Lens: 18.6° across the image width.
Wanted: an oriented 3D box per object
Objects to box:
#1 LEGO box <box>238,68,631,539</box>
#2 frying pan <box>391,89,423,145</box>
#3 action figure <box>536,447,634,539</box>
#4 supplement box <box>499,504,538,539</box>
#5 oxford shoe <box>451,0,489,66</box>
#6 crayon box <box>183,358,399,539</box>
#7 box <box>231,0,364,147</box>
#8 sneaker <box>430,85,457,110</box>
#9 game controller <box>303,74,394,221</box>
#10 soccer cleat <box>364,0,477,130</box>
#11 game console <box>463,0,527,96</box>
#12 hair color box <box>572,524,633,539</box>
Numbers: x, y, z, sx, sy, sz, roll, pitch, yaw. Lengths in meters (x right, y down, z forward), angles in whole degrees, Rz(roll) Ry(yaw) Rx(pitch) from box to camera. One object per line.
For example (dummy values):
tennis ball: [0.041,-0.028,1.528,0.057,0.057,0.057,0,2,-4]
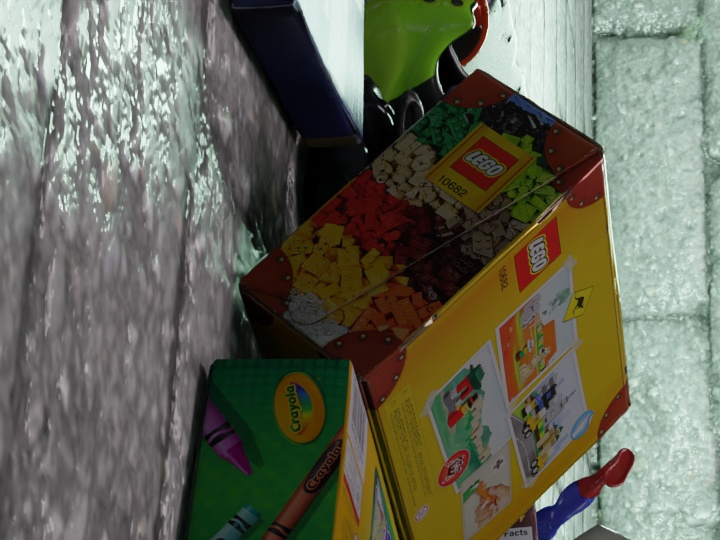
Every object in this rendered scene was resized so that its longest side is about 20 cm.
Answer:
LEGO box: [0.041,0.035,0.983,0.149,0.077,0.200,-42,147,-20]
frying pan: [0.009,0.018,1.059,0.031,0.115,0.190,24,-34,51]
action figure: [0.096,0.161,1.390,0.052,0.065,0.200,-43,172,-43]
supplement box: [0.055,0.206,1.167,0.109,0.061,0.201,154,-68,-71]
oxford shoe: [0.014,-0.203,1.191,0.073,0.071,0.200,-128,-160,-52]
crayon box: [-0.021,0.139,0.879,0.200,0.058,0.119,77,15,-52]
box: [-0.028,-0.145,0.964,0.200,0.032,0.122,64,25,-71]
sneaker: [0.063,-0.007,1.135,0.081,0.074,0.200,-66,156,-44]
game controller: [0.000,0.000,1.125,0.104,0.042,0.200,-62,152,-43]
soccer cleat: [0.039,-0.061,1.208,0.068,0.081,0.201,-79,165,-52]
game console: [0.041,-0.139,1.430,0.176,0.116,0.200,-57,159,-15]
hair color box: [0.044,0.174,0.771,0.099,0.200,0.061,18,-48,58]
